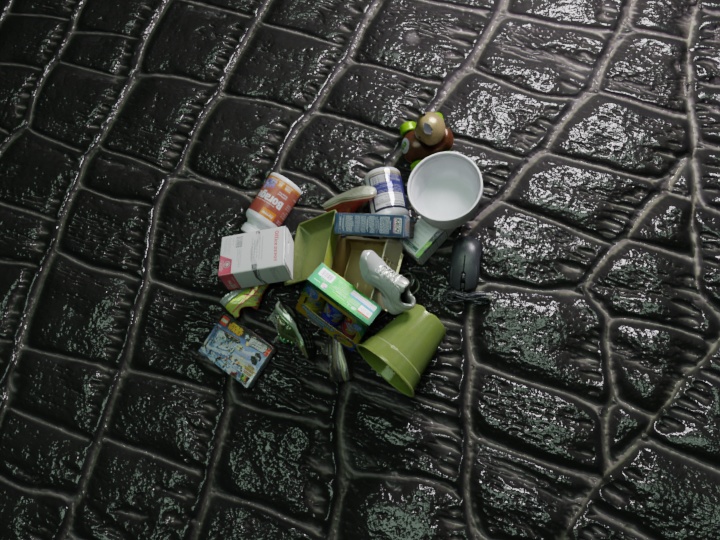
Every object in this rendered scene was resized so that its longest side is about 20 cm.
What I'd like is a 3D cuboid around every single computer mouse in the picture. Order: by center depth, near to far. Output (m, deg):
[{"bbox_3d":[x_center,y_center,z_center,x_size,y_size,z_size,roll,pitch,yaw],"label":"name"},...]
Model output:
[{"bbox_3d":[0.293,-0.006,1.687,0.137,0.053,0.201,0,74,16],"label":"computer mouse"}]

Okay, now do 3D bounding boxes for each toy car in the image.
[{"bbox_3d":[0.181,-0.394,1.751,0.157,0.200,0.165,-17,70,9],"label":"toy car"}]

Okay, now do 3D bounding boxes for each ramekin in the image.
[{"bbox_3d":[0.230,-0.207,1.649,0.199,0.105,0.202,-4,72,12],"label":"ramekin"}]

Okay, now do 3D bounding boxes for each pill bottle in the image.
[{"bbox_3d":[0.079,-0.186,1.766,0.110,0.111,0.201,-13,71,11],"label":"pill bottle"},{"bbox_3d":[-0.275,-0.186,1.858,0.112,0.112,0.201,29,83,20],"label":"pill bottle"}]

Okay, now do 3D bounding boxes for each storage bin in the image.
[{"bbox_3d":[0.000,0.000,1.706,0.199,0.094,0.200,7,75,40],"label":"storage bin"}]

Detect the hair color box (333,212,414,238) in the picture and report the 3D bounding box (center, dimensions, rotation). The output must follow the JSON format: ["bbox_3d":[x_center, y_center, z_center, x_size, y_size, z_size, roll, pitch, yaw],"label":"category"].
[{"bbox_3d":[0.038,-0.122,1.660,0.199,0.100,0.061,5,93,20],"label":"hair color box"}]

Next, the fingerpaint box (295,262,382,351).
[{"bbox_3d":[-0.062,0.101,1.618,0.200,0.167,0.073,37,56,5],"label":"fingerpaint box"}]

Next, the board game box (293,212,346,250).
[{"bbox_3d":[-0.106,-0.106,1.840,0.200,0.019,0.103,-42,67,0],"label":"board game box"}]

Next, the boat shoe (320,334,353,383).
[{"bbox_3d":[-0.076,0.216,1.709,0.073,0.075,0.201,-16,70,10],"label":"boat shoe"}]

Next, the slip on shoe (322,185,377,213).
[{"bbox_3d":[-0.025,-0.196,1.767,0.199,0.074,0.061,-15,112,42],"label":"slip on shoe"}]

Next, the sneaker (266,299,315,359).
[{"bbox_3d":[-0.202,0.184,1.762,0.089,0.077,0.200,-43,63,14],"label":"sneaker"}]

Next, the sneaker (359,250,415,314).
[{"bbox_3d":[0.078,0.023,1.564,0.099,0.200,0.078,-13,32,50],"label":"sneaker"}]

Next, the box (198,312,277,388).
[{"bbox_3d":[-0.360,0.234,1.796,0.199,0.040,0.137,32,85,21],"label":"box"}]

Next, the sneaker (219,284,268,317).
[{"bbox_3d":[-0.315,0.067,1.824,0.199,0.078,0.091,-33,94,-2],"label":"sneaker"}]

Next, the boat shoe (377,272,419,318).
[{"bbox_3d":[0.072,0.073,1.716,0.199,0.068,0.072,-34,71,5],"label":"boat shoe"}]

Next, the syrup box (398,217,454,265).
[{"bbox_3d":[0.207,-0.119,1.728,0.079,0.081,0.200,42,89,21],"label":"syrup box"}]

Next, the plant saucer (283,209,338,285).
[{"bbox_3d":[-0.129,-0.055,1.749,0.199,0.048,0.201,-14,58,51],"label":"plant saucer"}]

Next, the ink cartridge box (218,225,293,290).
[{"bbox_3d":[-0.296,-0.036,1.765,0.199,0.085,0.146,-10,53,9],"label":"ink cartridge box"}]

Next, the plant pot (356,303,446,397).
[{"bbox_3d":[0.123,0.194,1.616,0.200,0.200,0.190,37,75,21],"label":"plant pot"}]
